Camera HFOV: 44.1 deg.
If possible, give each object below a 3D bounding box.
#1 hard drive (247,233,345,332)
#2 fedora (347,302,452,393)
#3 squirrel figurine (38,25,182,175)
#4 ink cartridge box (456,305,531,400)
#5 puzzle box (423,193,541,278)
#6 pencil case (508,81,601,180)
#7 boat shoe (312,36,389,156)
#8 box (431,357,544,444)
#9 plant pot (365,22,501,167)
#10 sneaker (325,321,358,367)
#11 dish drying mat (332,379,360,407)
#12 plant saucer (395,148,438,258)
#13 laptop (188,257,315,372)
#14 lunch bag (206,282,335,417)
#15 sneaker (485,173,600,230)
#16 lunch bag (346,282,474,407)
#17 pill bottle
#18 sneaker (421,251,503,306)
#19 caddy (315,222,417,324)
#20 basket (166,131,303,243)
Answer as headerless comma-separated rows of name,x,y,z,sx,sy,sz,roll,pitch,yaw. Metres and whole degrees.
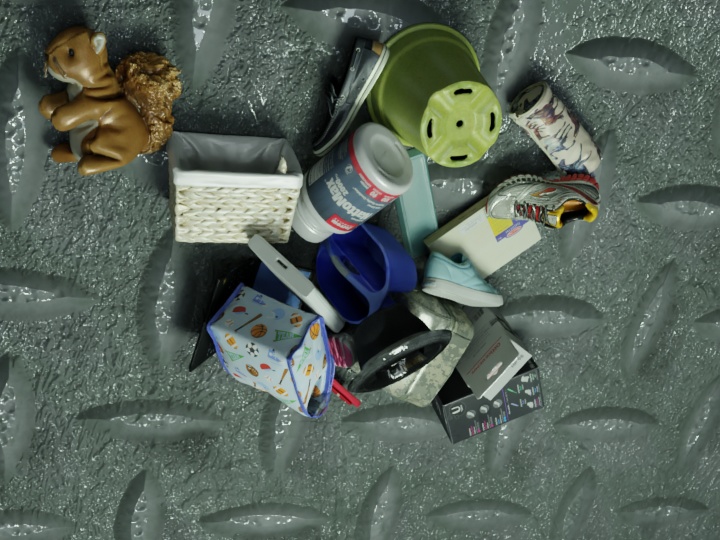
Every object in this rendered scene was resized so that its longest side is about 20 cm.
hard drive,-0.096,0.024,1.389,0.026,0.131,0.200,-47,159,-5
fedora,0.046,0.112,1.384,0.197,0.093,0.201,-25,162,-8
squirrel figurine,-0.356,-0.253,1.262,0.197,0.141,0.191,-17,113,-25
ink cartridge box,0.231,0.149,1.616,0.066,0.201,0.116,33,106,-31
puzzle box,0.220,-0.055,1.591,0.198,0.025,0.134,-34,124,-4
pencil case,0.329,-0.230,1.506,0.199,0.077,0.090,40,76,-32
boat shoe,-0.028,-0.270,1.373,0.061,0.075,0.202,26,113,-16
box,0.236,0.224,1.706,0.196,0.123,0.108,-21,124,-6
plant pot,0.125,-0.254,1.365,0.196,0.185,0.204,-8,121,-14
sneaker,-0.027,0.120,1.532,0.086,0.199,0.075,-22,98,-23
dish drying mat,-0.075,0.184,1.600,0.018,0.076,0.200,-51,131,-9
plant saucer,0.097,-0.112,1.535,0.069,0.019,0.203,-18,121,-8
laptop,-0.181,0.082,1.503,0.102,0.200,0.180,25,113,11
lunch bag,-0.135,0.140,1.439,0.124,0.167,0.202,-50,148,-33
sneaker,0.310,-0.114,1.508,0.195,0.083,0.079,-6,136,8
lunch bag,0.082,0.119,1.586,0.166,0.140,0.202,22,111,-33
pill bottle,-0.023,-0.129,1.394,0.118,0.121,0.199,30,135,-29
sneaker,0.188,0.014,1.559,0.198,0.073,0.084,18,78,-46
caddy,0.000,0.000,1.468,0.104,0.200,0.143,10,118,-41
basket,-0.200,-0.125,1.366,0.196,0.136,0.125,1,123,-19
